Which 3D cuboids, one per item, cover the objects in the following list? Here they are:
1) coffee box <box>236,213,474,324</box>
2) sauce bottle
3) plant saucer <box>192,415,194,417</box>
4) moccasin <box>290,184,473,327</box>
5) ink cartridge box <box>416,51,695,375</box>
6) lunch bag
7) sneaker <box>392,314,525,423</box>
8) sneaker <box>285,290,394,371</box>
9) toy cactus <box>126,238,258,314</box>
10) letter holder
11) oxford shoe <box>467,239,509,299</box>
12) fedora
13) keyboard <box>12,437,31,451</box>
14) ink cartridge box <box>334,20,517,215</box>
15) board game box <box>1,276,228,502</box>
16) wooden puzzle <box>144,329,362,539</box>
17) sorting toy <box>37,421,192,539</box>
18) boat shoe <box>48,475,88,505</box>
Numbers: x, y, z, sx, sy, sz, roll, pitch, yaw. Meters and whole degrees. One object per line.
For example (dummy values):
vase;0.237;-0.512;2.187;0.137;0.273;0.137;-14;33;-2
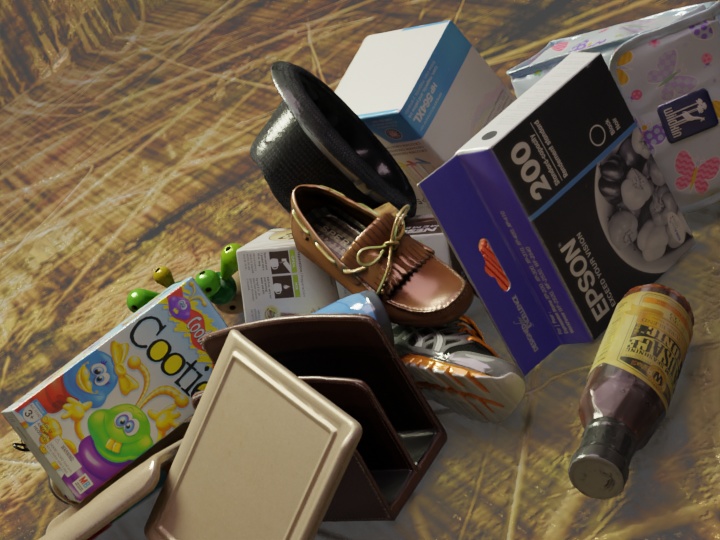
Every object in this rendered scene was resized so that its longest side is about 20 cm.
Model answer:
coffee box;0.000;0.000;1.451;0.199;0.080;0.113;-5;10;16
sauce bottle;0.198;0.089;1.153;0.066;0.066;0.200;-14;29;32
plant saucer;-0.070;0.094;1.495;0.200;0.031;0.200;-24;24;11
moccasin;0.015;-0.017;1.319;0.074;0.078;0.201;-37;49;-16
ink cartridge box;0.167;-0.046;1.296;0.200;0.198;0.043;-40;22;-24
lunch bag;0.255;-0.139;1.405;0.200;0.170;0.127;-9;18;36
sneaker;0.074;0.069;1.300;0.077;0.078;0.200;-52;28;-15
sneaker;-0.036;0.067;1.323;0.078;0.066;0.200;-16;-5;-25
toy cactus;-0.134;0.028;1.628;0.200;0.103;0.165;-20;-7;5
letter holder;-0.057;0.120;1.278;0.200;0.142;0.101;-8;31;40
oxford shoe;0.142;-0.025;1.473;0.073;0.071;0.200;-37;9;42
fedora;-0.038;-0.100;1.457;0.092;0.201;0.201;-40;20;12
keyboard;-0.288;0.151;1.565;0.104;0.040;0.200;-43;-4;-7
ink cartridge box;0.081;-0.139;1.617;0.128;0.200;0.125;-3;51;48
board game box;-0.212;0.109;1.430;0.200;0.103;0.105;-38;6;-17
wooden puzzle;-0.083;0.165;1.205;0.200;0.037;0.185;34;102;50
sorting toy;-0.222;0.209;1.353;0.185;0.037;0.200;-37;2;7
boat shoe;-0.241;0.154;1.532;0.065;0.072;0.200;-36;19;50
